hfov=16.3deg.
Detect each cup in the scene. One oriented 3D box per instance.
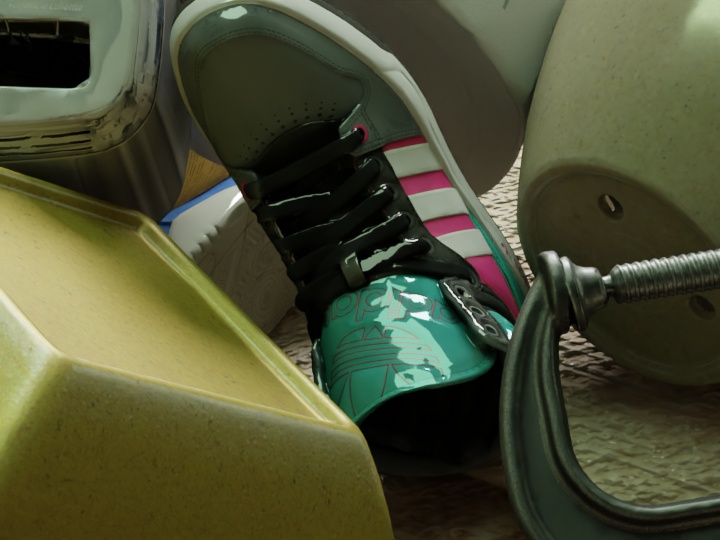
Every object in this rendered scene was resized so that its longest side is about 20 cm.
[{"bbox_3d":[0.138,-0.041,0.934,0.200,0.201,0.143,14,46,42],"label":"cup"}]

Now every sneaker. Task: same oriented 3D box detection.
[{"bbox_3d":[-0.106,0.003,1.016,0.111,0.077,0.200,16,36,26],"label":"sneaker"},{"bbox_3d":[0.000,0.000,0.875,0.083,0.200,0.121,-30,30,18],"label":"sneaker"}]

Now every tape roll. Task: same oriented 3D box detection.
[{"bbox_3d":[-0.017,-0.108,1.015,0.202,0.203,0.071,6,57,30],"label":"tape roll"}]

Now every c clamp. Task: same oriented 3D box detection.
[{"bbox_3d":[0.135,0.021,0.832,0.199,0.171,0.027,-14,-15,-6],"label":"c clamp"}]

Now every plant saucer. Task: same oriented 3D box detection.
[{"bbox_3d":[-0.092,0.021,0.804,0.200,0.049,0.200,17,20,-48],"label":"plant saucer"}]

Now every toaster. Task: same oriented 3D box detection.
[{"bbox_3d":[-0.138,-0.075,0.924,0.199,0.114,0.129,3,-13,1],"label":"toaster"}]

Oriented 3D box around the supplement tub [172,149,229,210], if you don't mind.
[{"bbox_3d":[-0.126,-0.087,1.156,0.145,0.146,0.200,7,25,32],"label":"supplement tub"}]
